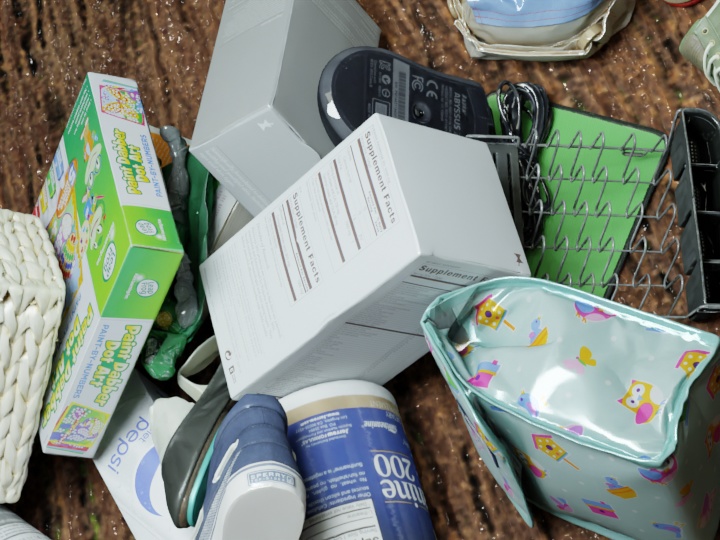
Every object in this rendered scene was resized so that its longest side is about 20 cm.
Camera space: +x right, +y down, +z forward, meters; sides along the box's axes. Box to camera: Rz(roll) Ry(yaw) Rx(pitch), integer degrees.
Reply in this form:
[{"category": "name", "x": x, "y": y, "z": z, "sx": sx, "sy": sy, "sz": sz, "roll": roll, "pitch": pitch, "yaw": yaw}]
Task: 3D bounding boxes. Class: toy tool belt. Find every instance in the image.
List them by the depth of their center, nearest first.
[{"category": "toy tool belt", "x": 0.157, "y": -0.228, "z": 1.371, "sx": 0.198, "sy": 0.123, "sz": 0.126, "roll": -10, "pitch": 64, "yaw": 16}]

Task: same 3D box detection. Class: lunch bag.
[{"category": "lunch bag", "x": 0.139, "y": 0.095, "z": 1.204, "sx": 0.198, "sy": 0.171, "sz": 0.123, "roll": 16, "pitch": 66, "yaw": 27}]

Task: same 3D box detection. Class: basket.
[{"category": "basket", "x": -0.296, "y": 0.059, "z": 1.323, "sx": 0.136, "sy": 0.122, "sz": 0.202, "roll": -123, "pitch": 45, "yaw": -54}]

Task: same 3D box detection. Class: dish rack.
[{"category": "dish rack", "x": 0.160, "y": -0.036, "z": 1.286, "sx": 0.198, "sy": 0.055, "sz": 0.155, "roll": 1, "pitch": 65, "yaw": -7}]

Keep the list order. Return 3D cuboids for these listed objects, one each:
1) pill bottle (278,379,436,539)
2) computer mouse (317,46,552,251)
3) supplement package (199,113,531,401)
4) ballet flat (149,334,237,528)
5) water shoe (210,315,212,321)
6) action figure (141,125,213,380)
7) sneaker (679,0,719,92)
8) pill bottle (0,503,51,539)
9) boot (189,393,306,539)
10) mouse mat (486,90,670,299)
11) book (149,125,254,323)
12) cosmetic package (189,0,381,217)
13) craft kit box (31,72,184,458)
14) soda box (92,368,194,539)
[{"category": "pill bottle", "x": -0.004, "y": 0.186, "z": 1.253, "sx": 0.110, "sy": 0.111, "sz": 0.201, "roll": -22, "pitch": 61, "yaw": 10}, {"category": "computer mouse", "x": 0.047, "y": -0.096, "z": 1.338, "sx": 0.053, "sy": 0.199, "sz": 0.140, "roll": -29, "pitch": 48, "yaw": 54}, {"category": "supplement package", "x": 0.000, "y": 0.000, "z": 1.252, "sx": 0.200, "sy": 0.113, "sz": 0.110, "roll": -38, "pitch": 57, "yaw": 35}, {"category": "ballet flat", "x": -0.107, "y": 0.102, "z": 1.306, "sx": 0.068, "sy": 0.068, "sz": 0.201, "roll": 17, "pitch": 44, "yaw": 14}, {"category": "water shoe", "x": -0.035, "y": -0.026, "z": 1.399, "sx": 0.200, "sy": 0.072, "sz": 0.079, "roll": -42, "pitch": 28, "yaw": 4}, {"category": "action figure", "x": -0.146, "y": -0.009, "z": 1.350, "sx": 0.118, "sy": 0.054, "sz": 0.202, "roll": -31, "pitch": 49, "yaw": 34}, {"category": "sneaker", "x": 0.273, "y": -0.146, "z": 1.315, "sx": 0.089, "sy": 0.067, "sz": 0.202, "roll": 5, "pitch": 61, "yaw": 9}, {"category": "pill bottle", "x": -0.315, "y": 0.209, "z": 1.363, "sx": 0.199, "sy": 0.114, "sz": 0.114, "roll": 30, "pitch": 80, "yaw": 30}, {"category": "boot", "x": -0.080, "y": 0.181, "z": 1.224, "sx": 0.072, "sy": 0.201, "sz": 0.091, "roll": 11, "pitch": 36, "yaw": -16}, {"category": "mouse mat", "x": 0.126, "y": -0.033, "z": 1.363, "sx": 0.160, "sy": 0.008, "sz": 0.201, "roll": 17, "pitch": 75, "yaw": 27}, {"category": "book", "x": -0.171, "y": -0.043, "z": 1.447, "sx": 0.199, "sy": 0.048, "sz": 0.134, "roll": 22, "pitch": 77, "yaw": 38}, {"category": "cosmetic package", "x": -0.053, "y": -0.138, "z": 1.379, "sx": 0.090, "sy": 0.107, "sz": 0.201, "roll": -22, "pitch": 36, "yaw": 31}, {"category": "craft kit box", "x": -0.195, "y": -0.005, "z": 1.328, "sx": 0.201, "sy": 0.048, "sz": 0.198, "roll": -63, "pitch": 35, "yaw": 33}, {"category": "soda box", "x": -0.135, "y": 0.170, "z": 1.337, "sx": 0.063, "sy": 0.068, "sz": 0.201, "roll": -36, "pitch": 59, "yaw": 2}]
